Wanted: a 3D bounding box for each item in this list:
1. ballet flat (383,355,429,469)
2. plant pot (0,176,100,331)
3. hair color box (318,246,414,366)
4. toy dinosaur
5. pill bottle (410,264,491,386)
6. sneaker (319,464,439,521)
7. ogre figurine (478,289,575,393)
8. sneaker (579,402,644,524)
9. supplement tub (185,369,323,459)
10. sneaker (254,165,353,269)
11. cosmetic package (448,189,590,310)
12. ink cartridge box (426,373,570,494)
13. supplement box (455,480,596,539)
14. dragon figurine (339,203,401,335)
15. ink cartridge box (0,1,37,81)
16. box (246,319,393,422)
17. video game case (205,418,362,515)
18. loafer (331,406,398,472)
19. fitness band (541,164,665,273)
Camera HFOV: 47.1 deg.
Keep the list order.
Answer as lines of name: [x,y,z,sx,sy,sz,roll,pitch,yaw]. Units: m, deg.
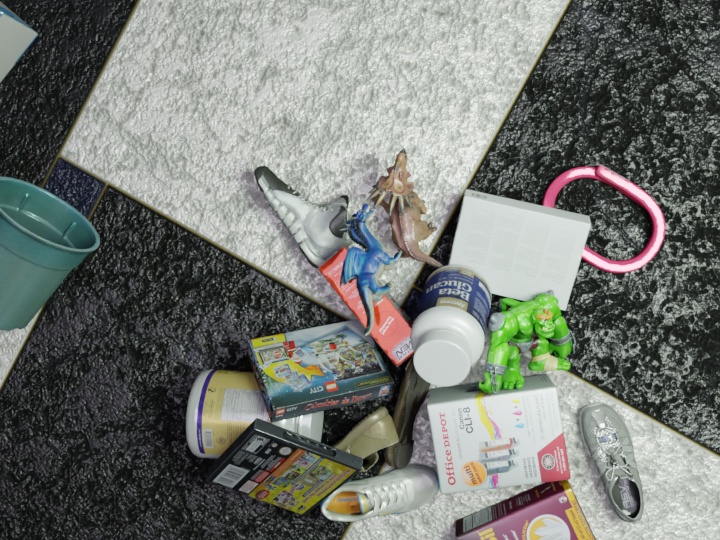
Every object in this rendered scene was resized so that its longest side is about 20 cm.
ballet flat: [0.073,0.227,1.364,0.046,0.067,0.200,15,96,39]
plant pot: [-0.576,-0.018,1.379,0.200,0.200,0.196,38,102,5]
hair color box: [0.022,0.057,1.344,0.061,0.102,0.200,-40,85,5]
toy dinosaur: [0.070,-0.082,1.320,0.086,0.136,0.200,-22,88,6]
pill bottle: [0.136,0.084,1.256,0.111,0.200,0.111,6,121,11]
sneaker: [0.032,0.372,1.354,0.200,0.081,0.077,-15,87,5]
ogre figurine: [0.254,0.106,1.270,0.200,0.098,0.120,-13,105,-16]
sneaker: [0.409,0.304,1.307,0.075,0.082,0.200,-22,88,6]
supplement tub: [-0.168,0.238,1.345,0.200,0.145,0.146,3,91,6]
sneaker: [-0.082,-0.110,1.377,0.115,0.075,0.200,-34,96,1]
cosmetic package: [0.248,-0.033,1.318,0.200,0.052,0.151,14,111,6]
ink cartridge box: [0.211,0.254,1.299,0.200,0.145,0.145,-9,90,8]
supplement box: [0.264,0.425,1.323,0.200,0.086,0.110,-26,88,7]
dragon figurine: [0.000,0.000,1.264,0.099,0.059,0.200,19,74,-5]
ink cartridge box: [-0.690,-0.436,1.415,0.200,0.125,0.129,41,94,5]
box: [-0.065,0.154,1.308,0.200,0.038,0.137,-9,50,-21]
video game case: [-0.122,0.311,1.290,0.181,0.026,0.200,25,135,-17]
loafer: [-0.015,0.302,1.341,0.067,0.076,0.200,49,117,12]
fitness band: [0.390,-0.083,1.334,0.200,0.037,0.144,34,97,7]
